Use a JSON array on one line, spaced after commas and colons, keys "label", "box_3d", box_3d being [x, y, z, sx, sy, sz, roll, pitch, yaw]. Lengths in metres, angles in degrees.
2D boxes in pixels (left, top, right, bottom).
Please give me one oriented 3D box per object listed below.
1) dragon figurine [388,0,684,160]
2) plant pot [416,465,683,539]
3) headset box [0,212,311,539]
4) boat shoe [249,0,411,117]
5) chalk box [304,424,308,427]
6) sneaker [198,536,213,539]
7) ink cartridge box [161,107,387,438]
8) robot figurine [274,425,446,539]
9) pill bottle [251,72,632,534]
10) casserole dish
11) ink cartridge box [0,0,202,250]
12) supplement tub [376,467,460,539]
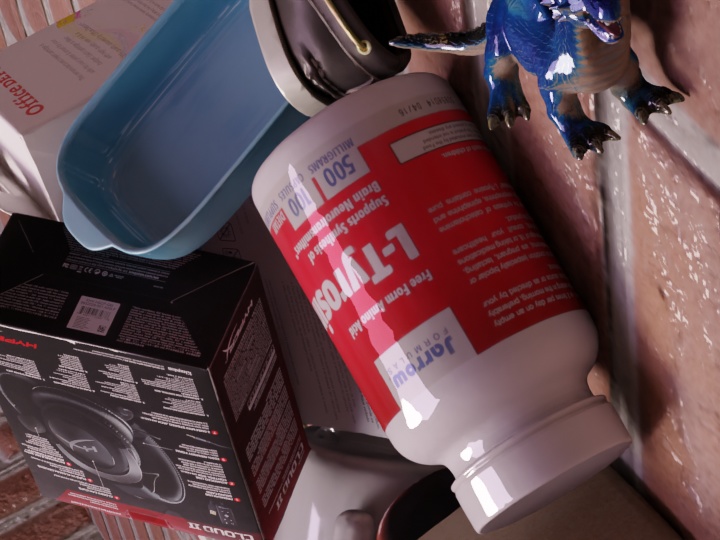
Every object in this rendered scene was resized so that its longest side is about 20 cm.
[{"label": "dragon figurine", "box_3d": [0.067, -0.106, 0.896, 0.200, 0.059, 0.100, 37, 151, 59]}, {"label": "plant pot", "box_3d": [0.108, 0.235, 1.136, 0.177, 0.200, 0.201, 27, 143, 47]}, {"label": "headset box", "box_3d": [-0.118, 0.070, 1.296, 0.148, 0.078, 0.201, 11, 146, 19]}, {"label": "boat shoe", "box_3d": [-0.030, -0.178, 1.122, 0.072, 0.060, 0.202, -12, -98, -59]}, {"label": "chalk box", "box_3d": [-0.091, 0.040, 1.524, 0.200, 0.123, 0.125, 56, 180, 42]}, {"label": "sneaker", "box_3d": [-0.142, 0.162, 2.103, 0.201, 0.075, 0.105, 71, 161, -2]}, {"label": "ink cartridge box", "box_3d": [0.000, 0.000, 1.271, 0.199, 0.043, 0.197, 6, 123, 36]}, {"label": "robot figurine", "box_3d": [0.004, 0.165, 1.396, 0.170, 0.112, 0.202, -24, -58, -74]}, {"label": "pill bottle", "box_3d": [0.041, 0.017, 1.103, 0.201, 0.112, 0.112, 59, 166, 14]}, {"label": "casserole dish", "box_3d": [-0.076, -0.087, 1.227, 0.121, 0.200, 0.039, 42, -177, 43]}, {"label": "ink cartridge box", "box_3d": [-0.131, -0.079, 1.363, 0.128, 0.199, 0.126, 39, 154, 58]}, {"label": "supplement tub", "box_3d": [0.080, 0.212, 1.329, 0.107, 0.106, 0.201, 44, 157, 52]}]
